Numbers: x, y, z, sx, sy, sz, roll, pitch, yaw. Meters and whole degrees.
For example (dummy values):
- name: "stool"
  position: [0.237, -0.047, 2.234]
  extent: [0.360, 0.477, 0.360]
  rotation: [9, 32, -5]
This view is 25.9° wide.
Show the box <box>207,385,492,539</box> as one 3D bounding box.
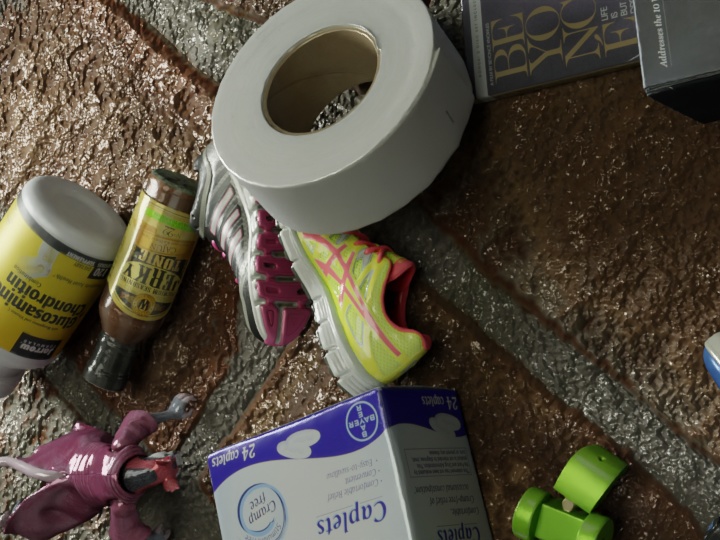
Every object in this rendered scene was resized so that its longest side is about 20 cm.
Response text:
- name: "box"
  position: [-0.003, 0.211, 1.208]
  extent: [0.183, 0.105, 0.201]
  rotation: [-24, 72, 33]

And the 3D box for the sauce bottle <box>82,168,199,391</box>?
- name: "sauce bottle"
  position: [-0.193, 0.011, 1.397]
  extent: [0.065, 0.065, 0.201]
  rotation: [30, 104, 35]

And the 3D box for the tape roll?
- name: "tape roll"
  position: [-0.015, -0.130, 1.228]
  extent: [0.202, 0.071, 0.203]
  rotation: [-17, 51, 22]

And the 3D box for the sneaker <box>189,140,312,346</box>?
- name: "sneaker"
  position: [-0.096, -0.029, 1.326]
  extent: [0.087, 0.074, 0.201]
  rotation: [-23, 75, 42]

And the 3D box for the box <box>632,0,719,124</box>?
- name: "box"
  position: [0.284, -0.220, 1.026]
  extent: [0.196, 0.124, 0.201]
  rotation: [-10, 79, 29]

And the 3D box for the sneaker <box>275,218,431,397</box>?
- name: "sneaker"
  position: [0.000, 0.000, 1.256]
  extent: [0.090, 0.078, 0.201]
  rotation: [-28, 72, 19]

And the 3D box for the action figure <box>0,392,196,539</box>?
- name: "action figure"
  position: [-0.228, 0.170, 1.361]
  extent: [0.200, 0.148, 0.135]
  rotation: [-14, 70, 49]

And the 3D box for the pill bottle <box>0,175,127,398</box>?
- name: "pill bottle"
  position: [-0.307, 0.019, 1.448]
  extent: [0.112, 0.112, 0.200]
  rotation: [49, 113, 30]

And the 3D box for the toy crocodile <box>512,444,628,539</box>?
- name: "toy crocodile"
  position: [0.143, 0.222, 1.132]
  extent: [0.067, 0.062, 0.201]
  rotation: [18, 101, 31]

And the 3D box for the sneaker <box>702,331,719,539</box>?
- name: "sneaker"
  position: [0.256, 0.147, 1.040]
  extent: [0.111, 0.077, 0.200]
  rotation: [-36, 72, 18]

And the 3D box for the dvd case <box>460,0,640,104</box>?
- name: "dvd case"
  position: [0.162, -0.219, 1.188]
  extent: [0.199, 0.016, 0.150]
  rotation: [-10, 80, 36]
